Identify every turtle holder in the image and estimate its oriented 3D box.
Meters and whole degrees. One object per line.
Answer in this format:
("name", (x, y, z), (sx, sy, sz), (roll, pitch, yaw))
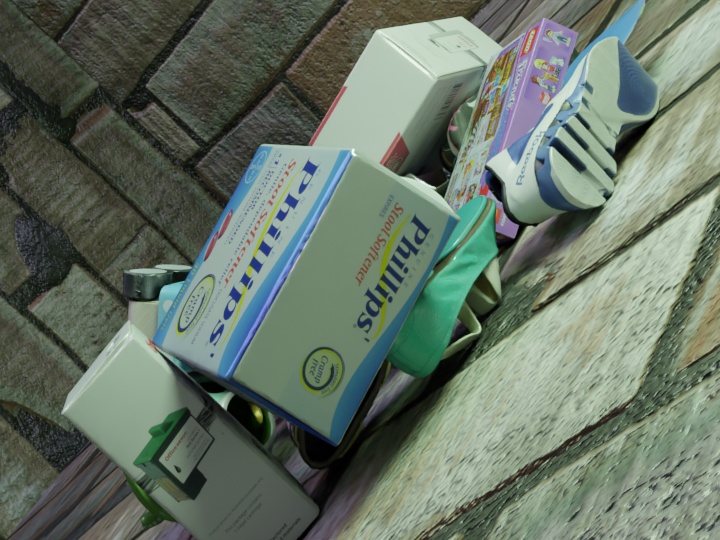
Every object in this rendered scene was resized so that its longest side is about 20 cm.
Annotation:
("turtle holder", (-0.142, 0.164, 1.488), (0.131, 0.142, 0.185), (-25, -19, 32))

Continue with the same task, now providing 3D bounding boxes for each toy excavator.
("toy excavator", (-0.129, 0.056, 1.425), (0.194, 0.198, 0.101), (-19, -68, -74))

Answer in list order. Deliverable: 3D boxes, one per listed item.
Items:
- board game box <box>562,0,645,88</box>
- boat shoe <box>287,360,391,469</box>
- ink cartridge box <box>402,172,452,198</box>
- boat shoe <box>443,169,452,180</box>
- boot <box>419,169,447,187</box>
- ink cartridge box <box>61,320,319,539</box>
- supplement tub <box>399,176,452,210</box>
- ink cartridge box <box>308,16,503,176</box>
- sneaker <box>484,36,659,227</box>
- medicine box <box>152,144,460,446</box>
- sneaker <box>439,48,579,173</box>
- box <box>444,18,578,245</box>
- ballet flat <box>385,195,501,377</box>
("board game box", (0.212, -0.162, 1.426), (0.159, 0.039, 0.200), (-56, 7, -27))
("boat shoe", (-0.004, 0.062, 1.226), (0.060, 0.071, 0.202), (-112, 44, -74))
("ink cartridge box", (0.019, -0.051, 1.574), (0.199, 0.037, 0.095), (-32, -7, 5))
("boat shoe", (0.118, -0.139, 1.759), (0.065, 0.075, 0.201), (-46, 12, -36))
("boot", (-0.013, -0.068, 1.644), (0.199, 0.071, 0.146), (-30, -16, 12))
("ink cartridge box", (-0.136, 0.140, 1.210), (0.084, 0.200, 0.146), (-47, 7, -5))
("supplement tub", (0.000, 0.000, 1.396), (0.145, 0.145, 0.200), (-50, 8, -23))
("ink cartridge box", (0.055, -0.170, 1.561), (0.147, 0.083, 0.200), (-57, -16, 26))
("sneaker", (0.159, -0.103, 1.247), (0.115, 0.081, 0.200), (-29, 19, 44))
("medicine box", (-0.046, 0.010, 1.133), (0.183, 0.102, 0.200), (-61, 22, -7))
("sneaker", (0.151, -0.165, 1.568), (0.199, 0.081, 0.086), (-30, -6, -27))
("box", (0.130, -0.117, 1.413), (0.137, 0.039, 0.202), (156, 134, -73))
("ballet flat", (0.070, 0.018, 1.192), (0.067, 0.071, 0.200), (-35, 10, 41))
